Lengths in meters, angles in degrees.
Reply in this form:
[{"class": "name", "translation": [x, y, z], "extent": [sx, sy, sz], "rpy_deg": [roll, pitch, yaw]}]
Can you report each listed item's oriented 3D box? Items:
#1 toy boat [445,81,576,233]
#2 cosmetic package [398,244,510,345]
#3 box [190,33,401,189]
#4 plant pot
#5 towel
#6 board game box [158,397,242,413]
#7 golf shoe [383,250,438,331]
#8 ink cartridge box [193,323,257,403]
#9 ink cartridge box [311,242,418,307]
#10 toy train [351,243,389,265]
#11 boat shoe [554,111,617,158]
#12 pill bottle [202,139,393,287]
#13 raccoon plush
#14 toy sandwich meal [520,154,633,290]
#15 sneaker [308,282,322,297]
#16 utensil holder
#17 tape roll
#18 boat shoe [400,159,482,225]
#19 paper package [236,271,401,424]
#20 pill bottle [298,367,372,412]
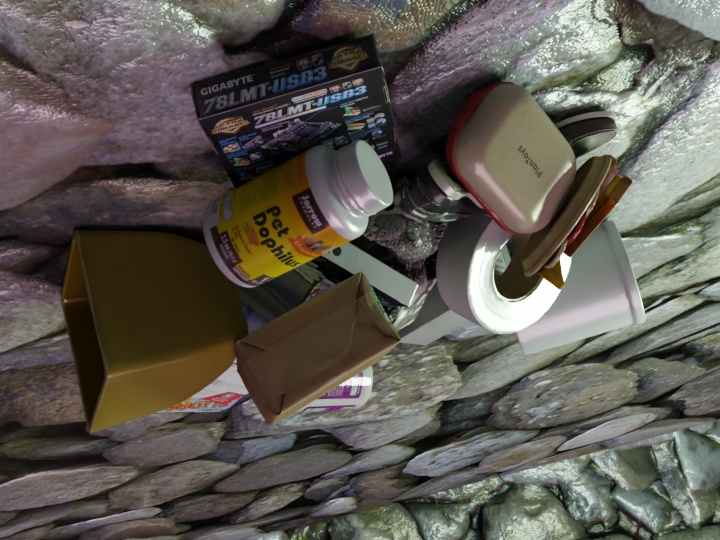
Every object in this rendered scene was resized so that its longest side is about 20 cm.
[{"class": "toy boat", "translation": [0.166, -0.136, 1.270], "extent": [0.131, 0.130, 0.200], "rpy_deg": [-53, 126, -9]}, {"class": "cosmetic package", "translation": [0.133, 0.027, 1.606], "extent": [0.090, 0.108, 0.199], "rpy_deg": [10, 147, -46]}, {"class": "box", "translation": [-0.062, -0.159, 1.143], "extent": [0.198, 0.050, 0.199], "rpy_deg": [-17, 156, 2]}, {"class": "plant pot", "translation": [-0.257, 0.068, 1.336], "extent": [0.198, 0.197, 0.194], "rpy_deg": [-7, 155, -25]}, {"class": "towel", "translation": [-0.140, 0.011, 1.384], "extent": [0.146, 0.024, 0.200], "rpy_deg": [35, 145, -4]}, {"class": "board game box", "translation": [-0.288, 0.204, 1.805], "extent": [0.199, 0.035, 0.135], "rpy_deg": [3, 149, -38]}, {"class": "golf shoe", "translation": [0.067, 0.023, 1.525], "extent": [0.200, 0.078, 0.095], "rpy_deg": [-44, 157, -13]}, {"class": "ink cartridge box", "translation": [-0.186, 0.128, 1.645], "extent": [0.199, 0.084, 0.145], "rpy_deg": [-27, 154, 22]}, {"class": "ink cartridge box", "translation": [-0.029, -0.012, 1.357], "extent": [0.199, 0.039, 0.099], "rpy_deg": [32, 165, -26]}, {"class": "toy train", "translation": [0.000, 0.000, 1.521], "extent": [0.042, 0.057, 0.200], "rpy_deg": [-26, 155, 21]}, {"class": "boat shoe", "translation": [0.242, -0.146, 1.355], "extent": [0.198, 0.060, 0.072], "rpy_deg": [-19, 156, 7]}, {"class": "pill bottle", "translation": [-0.067, -0.066, 1.153], "extent": [0.199, 0.110, 0.109], "rpy_deg": [-25, 155, 22]}, {"class": "raccoon plush", "translation": [0.066, -0.022, 1.347], "extent": [0.096, 0.134, 0.201], "rpy_deg": [-5, 123, 20]}, {"class": "toy sandwich meal", "translation": [0.281, -0.062, 1.346], "extent": [0.206, 0.070, 0.205], "rpy_deg": [-56, 180, 0]}, {"class": "sneaker", "translation": [-0.094, 0.028, 1.497], "extent": [0.089, 0.076, 0.200], "rpy_deg": [-10, 157, -2]}, {"class": "utensil holder", "translation": [0.332, 0.032, 1.669], "extent": [0.198, 0.171, 0.170], "rpy_deg": [-19, 156, 9]}, {"class": "tape roll", "translation": [0.200, -0.018, 1.452], "extent": [0.201, 0.071, 0.204], "rpy_deg": [-15, 117, -32]}, {"class": "boat shoe", "translation": [0.102, -0.090, 1.281], "extent": [0.068, 0.072, 0.200], "rpy_deg": [-44, 166, 15]}, {"class": "paper package", "translation": [-0.059, 0.104, 1.340], "extent": [0.190, 0.104, 0.200], "rpy_deg": [-30, 172, -11]}, {"class": "pill bottle", "translation": [-0.086, 0.188, 1.806], "extent": [0.199, 0.113, 0.112], "rpy_deg": [4, 150, -38]}]
